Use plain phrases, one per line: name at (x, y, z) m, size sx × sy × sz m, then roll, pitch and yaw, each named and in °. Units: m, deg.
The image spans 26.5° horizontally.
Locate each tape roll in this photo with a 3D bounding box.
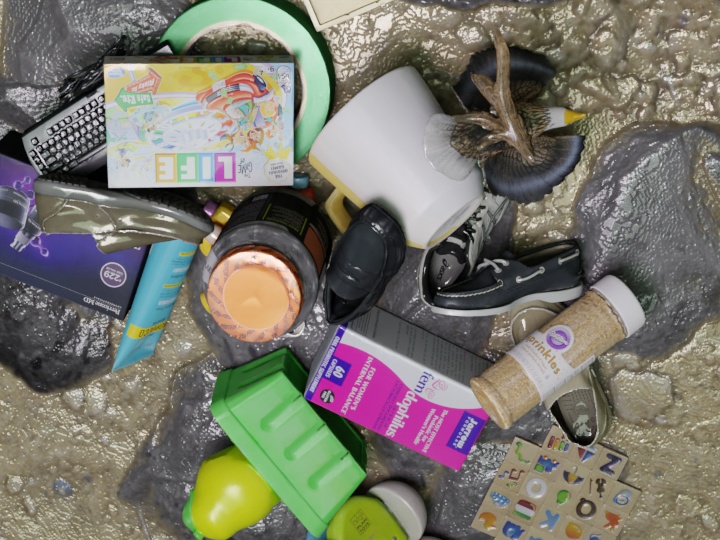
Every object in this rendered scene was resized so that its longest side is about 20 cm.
tape roll at (-0.127, -0.202, 1.661) m, size 0.198 × 0.048 × 0.203 m, roll 2°, pitch 111°, yaw 6°

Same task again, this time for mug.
mug at (0.049, -0.101, 1.616) m, size 0.149 × 0.187 × 0.153 m, roll -38°, pitch 79°, yaw -13°

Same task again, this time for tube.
tube at (-0.231, 0.023, 1.739) m, size 0.050 × 0.077 × 0.201 m, roll 36°, pitch 118°, yaw 25°

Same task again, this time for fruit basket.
fruit basket at (-0.115, 0.222, 1.762) m, size 0.213 × 0.156 × 0.218 m, roll 0°, pitch 106°, yaw 0°

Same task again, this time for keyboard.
keyboard at (-0.278, -0.171, 1.631) m, size 0.199 × 0.040 × 0.105 m, roll -31°, pitch 99°, yaw 9°

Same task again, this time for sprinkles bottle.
sprinkles bottle at (0.215, 0.089, 1.664) m, size 0.199 × 0.068 × 0.069 m, roll -36°, pitch 105°, yaw -10°

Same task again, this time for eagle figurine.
eagle figurine at (0.157, -0.150, 1.551) m, size 0.150 × 0.200 × 0.153 m, roll 27°, pitch 98°, yaw 6°

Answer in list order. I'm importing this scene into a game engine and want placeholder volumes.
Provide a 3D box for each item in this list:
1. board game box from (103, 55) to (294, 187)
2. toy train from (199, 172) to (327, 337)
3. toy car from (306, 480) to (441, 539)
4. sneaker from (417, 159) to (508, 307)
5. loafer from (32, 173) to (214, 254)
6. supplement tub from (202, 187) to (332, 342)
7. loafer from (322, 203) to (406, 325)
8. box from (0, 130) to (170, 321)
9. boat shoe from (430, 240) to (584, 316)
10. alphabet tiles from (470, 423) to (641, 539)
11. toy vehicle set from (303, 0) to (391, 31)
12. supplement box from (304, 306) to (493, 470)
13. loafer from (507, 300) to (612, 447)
board game box at (-0.169, -0.158, 1.618) m, size 0.197 × 0.034 × 0.136 m, roll -2°, pitch 112°, yaw -6°
toy train at (-0.113, -0.011, 1.728) m, size 0.148 × 0.056 × 0.202 m, roll 7°, pitch 111°, yaw 4°
toy car at (0.009, 0.358, 1.818) m, size 0.149 × 0.175 × 0.201 m, roll -12°, pitch 114°, yaw 50°
sneaker at (0.116, -0.048, 1.672) m, size 0.075 × 0.088 × 0.202 m, roll 17°, pitch 110°, yaw 1°
loafer at (-0.256, -0.053, 1.643) m, size 0.198 × 0.075 × 0.070 m, roll 12°, pitch 103°, yaw 0°
supplement tub at (-0.097, -0.005, 1.598) m, size 0.121 × 0.200 × 0.124 m, roll 2°, pitch 108°, yaw 5°
loafer at (0.000, 0.000, 1.598) m, size 0.068 × 0.070 × 0.201 m, roll 40°, pitch 153°, yaw 11°
box at (-0.332, -0.050, 1.728) m, size 0.198 × 0.079 × 0.142 m, roll 21°, pitch 114°, yaw -2°
boat shoe at (0.159, 0.008, 1.661) m, size 0.198 × 0.075 × 0.061 m, roll -12°, pitch 107°, yaw -37°
alphabet tiles at (0.233, 0.285, 1.828) m, size 0.165 × 0.006 × 0.202 m, roll 23°, pitch 111°, yaw -3°
toy vehicle set at (-0.027, -0.367, 1.599) m, size 0.123 × 0.027 × 0.202 m, roll -19°, pitch 107°, yaw 13°
supplement box at (0.048, 0.126, 1.738) m, size 0.198 × 0.104 × 0.102 m, roll 25°, pitch 110°, yaw -5°
loafer at (0.230, 0.116, 1.730) m, size 0.075 × 0.068 × 0.201 m, roll -28°, pitch 105°, yaw 16°
